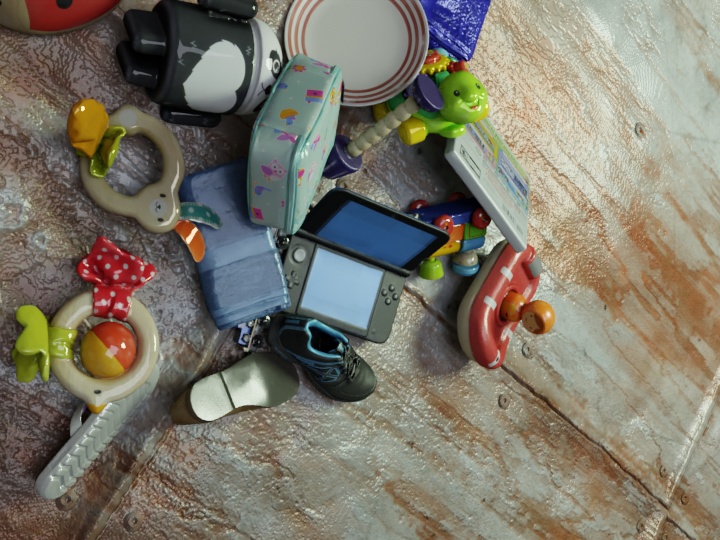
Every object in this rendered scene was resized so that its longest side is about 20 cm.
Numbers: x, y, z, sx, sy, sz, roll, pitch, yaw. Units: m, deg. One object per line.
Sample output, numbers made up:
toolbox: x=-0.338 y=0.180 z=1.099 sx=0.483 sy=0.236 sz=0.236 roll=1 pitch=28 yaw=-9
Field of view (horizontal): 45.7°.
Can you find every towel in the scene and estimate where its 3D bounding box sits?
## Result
towel: x=-0.164 y=-0.034 z=1.101 sx=0.109 sy=0.048 sz=0.205 roll=-16 pitch=94 yaw=-18
towel: x=0.107 y=-0.403 z=1.251 sx=0.198 sy=0.049 sz=0.151 roll=26 pitch=82 yaw=-31

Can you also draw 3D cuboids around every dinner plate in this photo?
dinner plate: x=-0.005 y=-0.315 z=1.158 sx=0.195 sy=0.024 sz=0.205 roll=0 pitch=77 yaw=0

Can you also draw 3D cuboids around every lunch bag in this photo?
lunch bag: x=-0.079 y=-0.156 z=1.065 sx=0.075 sy=0.162 sz=0.203 roll=15 pitch=52 yaw=6

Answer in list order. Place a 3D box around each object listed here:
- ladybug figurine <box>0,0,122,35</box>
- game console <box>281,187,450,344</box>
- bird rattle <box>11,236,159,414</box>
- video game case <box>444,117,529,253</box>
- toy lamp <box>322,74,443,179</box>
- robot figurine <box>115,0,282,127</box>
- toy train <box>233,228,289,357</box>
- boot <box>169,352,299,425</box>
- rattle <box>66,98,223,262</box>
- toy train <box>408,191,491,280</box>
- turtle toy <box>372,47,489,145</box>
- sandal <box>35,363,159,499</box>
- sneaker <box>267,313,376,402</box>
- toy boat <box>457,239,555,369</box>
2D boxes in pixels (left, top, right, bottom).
ladybug figurine: x=-0.340 y=-0.344 z=0.966 sx=0.198 sy=0.071 sz=0.138 roll=-29 pitch=109 yaw=-26
game console: x=0.000 y=0.000 z=1.175 sx=0.197 sy=0.118 sz=0.175 roll=20 pitch=84 yaw=-26
bird rattle: x=-0.309 y=0.071 z=1.005 sx=0.200 sy=0.112 sz=0.164 roll=-43 pitch=98 yaw=-32
video game case: x=0.195 y=-0.154 z=1.288 sx=0.200 sy=0.022 sz=0.184 roll=48 pitch=35 yaw=-26
toy lamp: x=0.020 y=-0.186 z=1.142 sx=0.058 sy=0.198 sz=0.059 roll=33 pitch=40 yaw=-33
robot figurine: x=-0.190 y=-0.255 z=1.035 sx=0.196 sy=0.149 sz=0.128 roll=2 pitch=81 yaw=-33
toy train: x=-0.134 y=0.016 z=1.149 sx=0.045 sy=0.034 sz=0.205 roll=15 pitch=86 yaw=-28
boot: x=-0.165 y=0.159 z=1.132 sx=0.198 sy=0.075 sz=0.075 roll=-9 pitch=76 yaw=-48
rattle: x=-0.240 y=-0.105 z=0.990 sx=0.130 sy=0.143 sz=0.202 roll=-37 pitch=92 yaw=-28
toy train: x=0.101 y=-0.038 z=1.274 sx=0.196 sy=0.084 sz=0.118 roll=-13 pitch=118 yaw=-25
turtle toy: x=0.106 y=-0.245 z=1.184 sx=0.143 sy=0.200 sz=0.103 roll=-21 pitch=128 yaw=-19
sandal: x=-0.324 y=0.180 z=1.034 sx=0.049 sy=0.083 sz=0.204 roll=32 pitch=64 yaw=14
sneaker: x=-0.038 y=0.126 z=1.181 sx=0.199 sy=0.081 sz=0.075 roll=36 pitch=60 yaw=-35
toy boat: x=0.238 y=0.060 z=1.314 sx=0.202 sy=0.129 sz=0.131 roll=-58 pitch=142 yaw=-13
